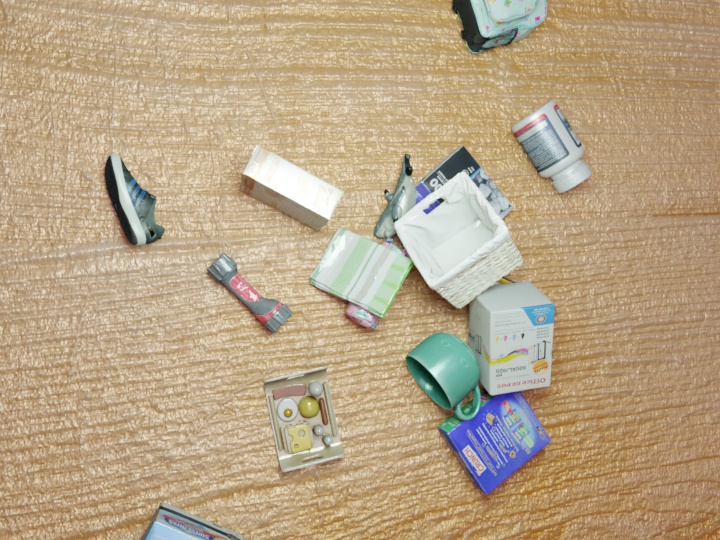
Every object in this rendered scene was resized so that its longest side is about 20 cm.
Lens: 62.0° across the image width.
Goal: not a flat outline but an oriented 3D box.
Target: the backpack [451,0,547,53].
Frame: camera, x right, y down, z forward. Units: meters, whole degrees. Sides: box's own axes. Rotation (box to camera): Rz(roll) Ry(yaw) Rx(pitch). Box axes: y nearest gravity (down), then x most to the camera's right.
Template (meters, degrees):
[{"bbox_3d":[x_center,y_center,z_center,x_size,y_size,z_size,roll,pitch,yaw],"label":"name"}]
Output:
[{"bbox_3d":[0.345,-0.638,1.437,0.199,0.153,0.177,-16,84,-20],"label":"backpack"}]

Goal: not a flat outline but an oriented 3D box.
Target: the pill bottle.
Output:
[{"bbox_3d":[0.466,-0.295,1.451,0.119,0.120,0.201,-34,94,-13],"label":"pill bottle"}]

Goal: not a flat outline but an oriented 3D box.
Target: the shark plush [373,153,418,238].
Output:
[{"bbox_3d":[0.081,-0.173,1.377,0.091,0.083,0.202,5,90,-51],"label":"shark plush"}]

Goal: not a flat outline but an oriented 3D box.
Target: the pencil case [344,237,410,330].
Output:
[{"bbox_3d":[0.043,0.032,1.347,0.087,0.087,0.201,32,80,-9],"label":"pencil case"}]

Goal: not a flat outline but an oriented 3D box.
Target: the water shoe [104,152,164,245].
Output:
[{"bbox_3d":[-0.476,-0.150,1.263,0.079,0.071,0.201,-17,88,-41],"label":"water shoe"}]

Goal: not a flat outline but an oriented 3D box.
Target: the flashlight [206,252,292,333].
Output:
[{"bbox_3d":[-0.237,0.046,1.291,0.200,0.068,0.068,46,79,-7],"label":"flashlight"}]

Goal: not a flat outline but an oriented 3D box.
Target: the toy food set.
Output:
[{"bbox_3d":[-0.121,0.320,1.300,0.142,0.060,0.202,-11,88,-14],"label":"toy food set"}]

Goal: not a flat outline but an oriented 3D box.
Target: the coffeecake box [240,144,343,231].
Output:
[{"bbox_3d":[-0.151,-0.171,1.283,0.199,0.153,0.073,28,80,-10],"label":"coffeecake box"}]

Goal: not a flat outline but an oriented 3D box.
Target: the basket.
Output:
[{"bbox_3d":[0.215,-0.059,1.289,0.198,0.161,0.201,-37,51,13],"label":"basket"}]

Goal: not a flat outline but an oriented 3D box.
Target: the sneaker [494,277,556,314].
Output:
[{"bbox_3d":[0.373,0.073,1.433,0.199,0.078,0.083,22,96,-7],"label":"sneaker"}]

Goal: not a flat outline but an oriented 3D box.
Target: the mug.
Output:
[{"bbox_3d":[0.197,0.226,1.340,0.114,0.152,0.186,-38,123,-16],"label":"mug"}]

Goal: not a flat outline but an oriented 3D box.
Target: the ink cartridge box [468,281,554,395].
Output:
[{"bbox_3d":[0.332,0.148,1.336,0.146,0.145,0.202,-6,111,-7],"label":"ink cartridge box"}]

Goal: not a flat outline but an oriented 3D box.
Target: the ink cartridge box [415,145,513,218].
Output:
[{"bbox_3d":[0.231,-0.160,1.426,0.200,0.043,0.198,-42,95,-11],"label":"ink cartridge box"}]

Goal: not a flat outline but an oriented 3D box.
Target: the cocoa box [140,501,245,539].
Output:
[{"bbox_3d":[-0.344,0.576,1.193,0.199,0.131,0.134,28,80,-9],"label":"cocoa box"}]

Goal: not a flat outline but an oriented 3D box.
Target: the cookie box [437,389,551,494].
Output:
[{"bbox_3d":[0.307,0.378,1.385,0.199,0.075,0.172,-33,93,-13],"label":"cookie box"}]

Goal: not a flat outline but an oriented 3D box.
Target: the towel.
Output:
[{"bbox_3d":[0.000,0.000,1.314,0.199,0.031,0.150,24,79,26],"label":"towel"}]
